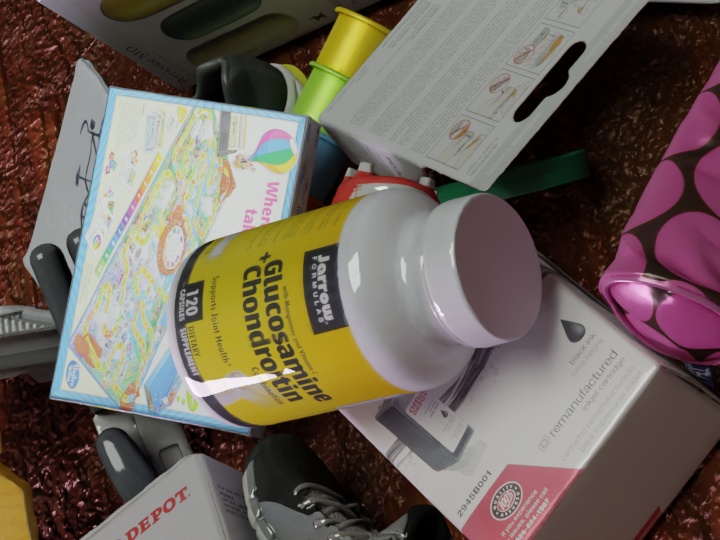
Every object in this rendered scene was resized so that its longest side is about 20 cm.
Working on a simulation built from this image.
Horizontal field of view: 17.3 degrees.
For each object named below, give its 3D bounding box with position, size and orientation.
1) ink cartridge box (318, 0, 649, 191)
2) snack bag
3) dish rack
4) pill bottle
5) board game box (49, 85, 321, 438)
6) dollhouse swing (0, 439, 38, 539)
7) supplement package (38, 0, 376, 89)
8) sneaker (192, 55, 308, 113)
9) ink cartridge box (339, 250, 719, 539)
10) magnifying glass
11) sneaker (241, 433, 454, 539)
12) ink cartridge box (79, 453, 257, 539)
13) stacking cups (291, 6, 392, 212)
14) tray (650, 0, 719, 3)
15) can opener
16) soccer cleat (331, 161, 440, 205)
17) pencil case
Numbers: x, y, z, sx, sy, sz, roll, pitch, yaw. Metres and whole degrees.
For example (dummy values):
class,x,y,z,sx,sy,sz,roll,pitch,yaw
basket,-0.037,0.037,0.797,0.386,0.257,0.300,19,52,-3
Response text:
class,x,y,z,sx,sy,sz,roll,pitch,yaw
ink cartridge box,0.081,-0.116,1.433,0.163,0.057,0.200,-50,38,-8
snack bag,-0.180,-0.025,1.618,0.200,0.021,0.189,55,137,44
dish rack,-0.285,0.058,1.618,0.200,0.171,0.044,2,99,62
pill bottle,-0.003,0.018,1.313,0.199,0.112,0.113,-15,59,37
board game box,-0.109,-0.006,1.477,0.134,0.034,0.201,10,85,14
dollhouse swing,-0.273,0.180,1.577,0.181,0.176,0.201,-4,103,12
supplement package,-0.095,-0.248,1.615,0.199,0.152,0.151,-20,56,33
sneaker,-0.111,-0.057,1.583,0.074,0.084,0.201,29,95,46
ink cartridge box,0.090,0.074,1.340,0.146,0.085,0.200,-54,42,5
magnifying glass,0.058,-0.045,1.451,0.200,0.079,0.023,-10,95,48
sneaker,0.006,0.152,1.362,0.116,0.075,0.200,-55,49,37
ink cartridge box,-0.098,0.234,1.422,0.144,0.084,0.200,-39,49,21
stacking cups,-0.033,-0.070,1.547,0.060,0.060,0.201,24,88,46
tray,0.212,-0.250,1.446,0.107,0.022,0.201,7,73,43
can opener,-0.157,0.070,1.520,0.053,0.067,0.201,-23,88,1
soccer cleat,0.000,0.000,1.421,0.200,0.068,0.086,133,150,-66
pencil case,0.207,-0.043,1.267,0.093,0.091,0.200,14,62,30
